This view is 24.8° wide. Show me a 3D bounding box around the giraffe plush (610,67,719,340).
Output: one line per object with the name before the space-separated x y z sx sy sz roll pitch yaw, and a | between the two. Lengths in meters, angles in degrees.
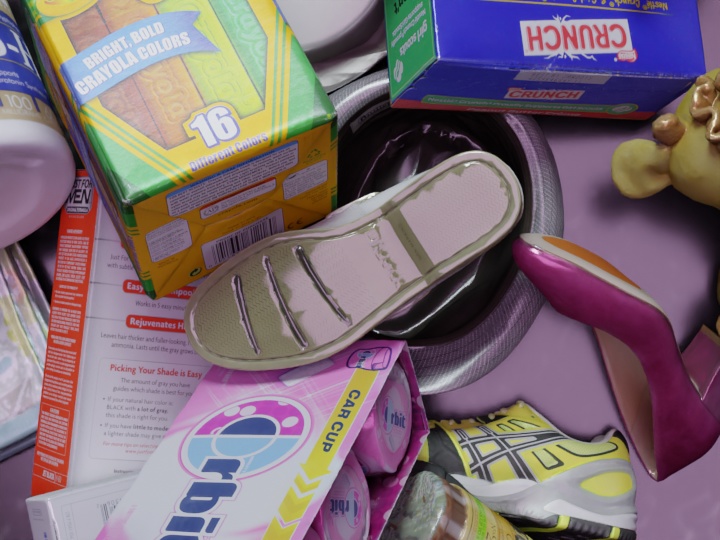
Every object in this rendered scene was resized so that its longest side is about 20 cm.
giraffe plush | 0.230 -0.047 0.905 0.162 0.200 0.173 42 95 -10

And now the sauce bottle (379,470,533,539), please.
sauce bottle | 0.092 0.188 0.951 0.200 0.065 0.065 36 92 -30

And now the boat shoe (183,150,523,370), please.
boat shoe | 0.000 0.000 0.904 0.199 0.068 0.075 -24 86 7

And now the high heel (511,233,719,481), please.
high heel | 0.142 0.053 0.951 0.199 0.067 0.096 29 101 -37

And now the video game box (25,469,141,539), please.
video game box | -0.082 0.200 0.960 0.199 0.047 0.184 -10 87 -32

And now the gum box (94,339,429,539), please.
gum box | -0.050 0.119 0.856 0.113 0.200 0.067 -2 122 24

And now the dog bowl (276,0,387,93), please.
dog bowl | -0.047 -0.201 1.016 0.198 0.059 0.202 0 88 5

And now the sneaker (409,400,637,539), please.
sneaker | 0.072 0.118 0.989 0.198 0.075 0.077 15 64 -11

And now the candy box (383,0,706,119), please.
candy box | 0.099 -0.194 0.947 0.168 0.077 0.202 2 72 -19

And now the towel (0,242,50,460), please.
towel | -0.288 0.055 1.037 0.199 0.048 0.172 -27 84 3

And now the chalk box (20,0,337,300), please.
chalk box | -0.108 -0.113 0.904 0.124 0.124 0.201 -25 69 -12

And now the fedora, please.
fedora | 0.032 -0.022 0.988 0.175 0.090 0.202 12 81 3

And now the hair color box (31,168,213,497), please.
hair color box | -0.134 0.044 0.994 0.101 0.061 0.202 8 89 -32

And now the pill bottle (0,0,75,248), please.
pill bottle | -0.258 -0.119 0.984 0.119 0.120 0.201 -29 66 4
